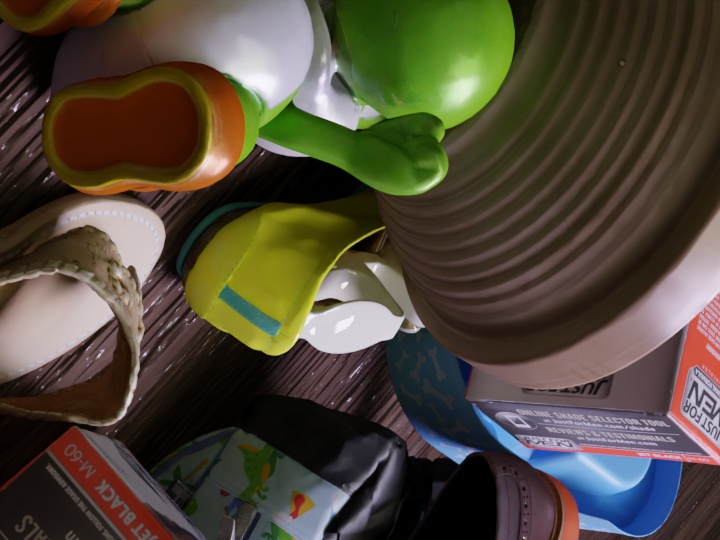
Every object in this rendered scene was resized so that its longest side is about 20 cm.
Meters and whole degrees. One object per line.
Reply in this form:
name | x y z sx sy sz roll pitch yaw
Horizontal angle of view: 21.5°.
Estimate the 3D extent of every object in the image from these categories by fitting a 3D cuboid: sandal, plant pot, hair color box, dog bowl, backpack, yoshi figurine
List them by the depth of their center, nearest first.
yoshi figurine | -0.015 -0.074 0.578 0.200 0.111 0.113 -12 129 -65
sandal | -0.104 0.025 0.592 0.078 0.069 0.211 -58 160 15
hair color box | -0.076 0.116 0.657 0.064 0.111 0.200 -41 178 -5
plant pot | 0.063 -0.067 0.696 0.092 0.201 0.202 27 102 -31
hair color box | 0.123 -0.023 0.827 0.061 0.101 0.202 39 61 -47
backpack | -0.065 0.160 0.831 0.163 0.152 0.202 78 31 -71
dog bowl | 0.083 0.056 0.903 0.200 0.049 0.113 36 53 -40

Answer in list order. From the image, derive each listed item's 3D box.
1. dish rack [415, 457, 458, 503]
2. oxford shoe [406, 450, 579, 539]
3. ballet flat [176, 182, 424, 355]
dish rack | 0.004 0.173 0.949 0.055 0.152 0.201 55 50 -26
oxford shoe | 0.020 0.167 0.804 0.072 0.071 0.202 36 76 -53
ballet flat | 0.000 0.000 0.786 0.199 0.067 0.067 -16 141 -60
